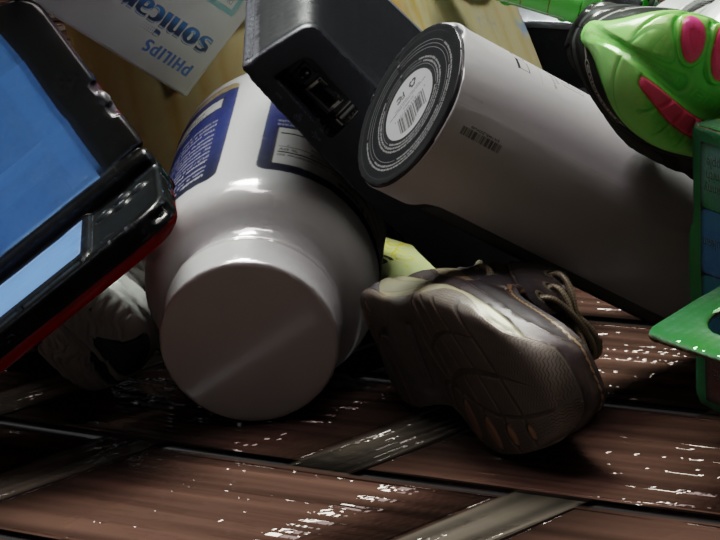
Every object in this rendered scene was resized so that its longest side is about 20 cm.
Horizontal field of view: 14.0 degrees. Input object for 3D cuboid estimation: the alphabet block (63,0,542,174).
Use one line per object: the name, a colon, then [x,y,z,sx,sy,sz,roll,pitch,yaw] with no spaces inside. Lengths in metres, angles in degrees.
alphabet block: [-0.038,-0.144,1.641,0.196,0.200,0.195,-27,-15,22]

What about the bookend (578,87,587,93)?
bookend: [0.198,-0.066,1.617,0.200,0.092,0.199,-6,9,11]

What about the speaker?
speaker: [0.103,-0.033,1.298,0.200,0.081,0.081,25,-4,-25]

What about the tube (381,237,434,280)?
tube: [0.000,0.000,1.528,0.058,0.052,0.200,-49,33,-20]

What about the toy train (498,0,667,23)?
toy train: [0.126,-0.142,1.540,0.200,0.042,0.056,16,22,9]

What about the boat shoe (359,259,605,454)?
boat shoe: [0.063,0.025,1.257,0.073,0.075,0.200,-25,16,-15]

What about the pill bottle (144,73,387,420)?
pill bottle: [-0.044,-0.011,1.397,0.111,0.111,0.200,-6,25,7]

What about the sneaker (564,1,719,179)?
sneaker: [0.163,-0.064,1.250,0.200,0.077,0.084,36,1,-40]

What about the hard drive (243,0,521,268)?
hard drive: [0.025,-0.065,1.390,0.042,0.200,0.135,-37,23,19]

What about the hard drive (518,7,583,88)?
hard drive: [0.072,-0.095,1.731,0.200,0.135,0.042,-2,15,28]

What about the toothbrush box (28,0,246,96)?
toothbrush box: [-0.161,-0.193,1.503,0.200,0.085,0.146,43,8,39]

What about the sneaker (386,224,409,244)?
sneaker: [0.050,-0.027,1.598,0.091,0.076,0.200,-12,0,12]

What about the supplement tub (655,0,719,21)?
supplement tub: [0.232,-0.064,1.402,0.200,0.144,0.144,12,21,42]

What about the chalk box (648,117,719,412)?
chalk box: [0.211,-0.002,1.168,0.200,0.124,0.125,-13,19,-30]

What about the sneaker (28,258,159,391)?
sneaker: [-0.120,-0.007,1.478,0.130,0.080,0.199,-37,13,-21]

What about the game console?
game console: [-0.195,-0.016,1.334,0.200,0.119,0.172,-39,11,3]
